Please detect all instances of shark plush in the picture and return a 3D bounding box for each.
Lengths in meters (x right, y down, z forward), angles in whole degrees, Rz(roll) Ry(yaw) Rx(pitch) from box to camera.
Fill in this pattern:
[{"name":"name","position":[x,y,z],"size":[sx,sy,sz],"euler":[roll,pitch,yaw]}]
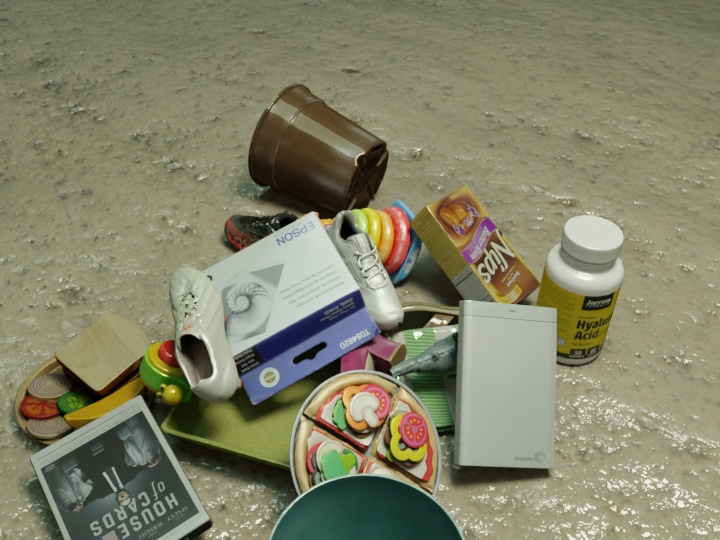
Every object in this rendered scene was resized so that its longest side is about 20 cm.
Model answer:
[{"name":"shark plush","position":[0.125,0.093,1.038],"size":[0.197,0.084,0.092],"euler":[-6,61,-13]}]

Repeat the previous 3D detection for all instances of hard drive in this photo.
[{"name":"hard drive","position":[0.185,0.144,0.992],"size":[0.130,0.027,0.204],"euler":[5,81,-14]}]

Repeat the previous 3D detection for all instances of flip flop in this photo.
[{"name":"flip flop","position":[0.107,0.094,1.141],"size":[0.196,0.082,0.058],"euler":[2,44,-10]}]

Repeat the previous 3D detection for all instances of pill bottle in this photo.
[{"name":"pill bottle","position":[0.314,0.027,1.128],"size":[0.109,0.202,0.112],"euler":[1,38,-1]}]

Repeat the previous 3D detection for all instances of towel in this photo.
[{"name":"towel","position":[0.137,0.143,1.073],"size":[0.197,0.023,0.155],"euler":[-5,62,-10]}]

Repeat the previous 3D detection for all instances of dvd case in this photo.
[{"name":"dvd case","position":[-0.282,0.257,0.916],"size":[0.149,0.025,0.200],"euler":[-28,53,-21]}]

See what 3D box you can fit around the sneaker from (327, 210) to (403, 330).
[{"name":"sneaker","position":[0.000,0.000,1.106],"size":[0.074,0.088,0.201],"euler":[-17,53,-26]}]

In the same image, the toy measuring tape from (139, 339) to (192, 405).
[{"name":"toy measuring tape","position":[-0.255,0.106,1.041],"size":[0.072,0.075,0.201],"euler":[-4,32,-8]}]

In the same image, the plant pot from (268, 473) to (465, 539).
[{"name":"plant pot","position":[0.005,0.328,0.784],"size":[0.196,0.136,0.202],"euler":[1,38,-1]}]

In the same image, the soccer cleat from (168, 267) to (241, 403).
[{"name":"soccer cleat","position":[-0.205,0.072,0.985],"size":[0.069,0.077,0.202],"euler":[-33,60,14]}]

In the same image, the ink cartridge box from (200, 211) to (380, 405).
[{"name":"ink cartridge box","position":[-0.102,0.045,1.046],"size":[0.198,0.041,0.201],"euler":[-29,61,-7]}]

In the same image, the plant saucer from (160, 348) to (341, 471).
[{"name":"plant saucer","position":[-0.129,0.177,1.038],"size":[0.197,0.048,0.201],"euler":[12,39,12]}]

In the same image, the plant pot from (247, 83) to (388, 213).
[{"name":"plant pot","position":[-0.068,-0.203,1.421],"size":[0.197,0.202,0.200],"euler":[30,45,18]}]

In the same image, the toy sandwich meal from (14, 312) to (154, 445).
[{"name":"toy sandwich meal","position":[-0.362,0.145,1.047],"size":[0.201,0.071,0.207],"euler":[2,38,-1]}]

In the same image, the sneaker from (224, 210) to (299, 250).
[{"name":"sneaker","position":[-0.148,-0.062,1.300],"size":[0.199,0.099,0.071],"euler":[25,45,28]}]

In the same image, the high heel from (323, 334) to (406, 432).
[{"name":"high heel","position":[-0.026,0.151,1.010],"size":[0.095,0.068,0.201],"euler":[13,51,33]}]

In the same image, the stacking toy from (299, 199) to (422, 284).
[{"name":"stacking toy","position":[-0.009,-0.058,1.236],"size":[0.198,0.117,0.110],"euler":[10,29,-32]}]

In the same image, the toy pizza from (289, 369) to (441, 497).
[{"name":"toy pizza","position":[0.013,0.216,0.921],"size":[0.197,0.032,0.204],"euler":[8,69,-22]}]

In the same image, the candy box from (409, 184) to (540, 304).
[{"name":"candy box","position":[0.179,-0.025,1.221],"size":[0.116,0.056,0.201],"euler":[-29,81,-43]}]
